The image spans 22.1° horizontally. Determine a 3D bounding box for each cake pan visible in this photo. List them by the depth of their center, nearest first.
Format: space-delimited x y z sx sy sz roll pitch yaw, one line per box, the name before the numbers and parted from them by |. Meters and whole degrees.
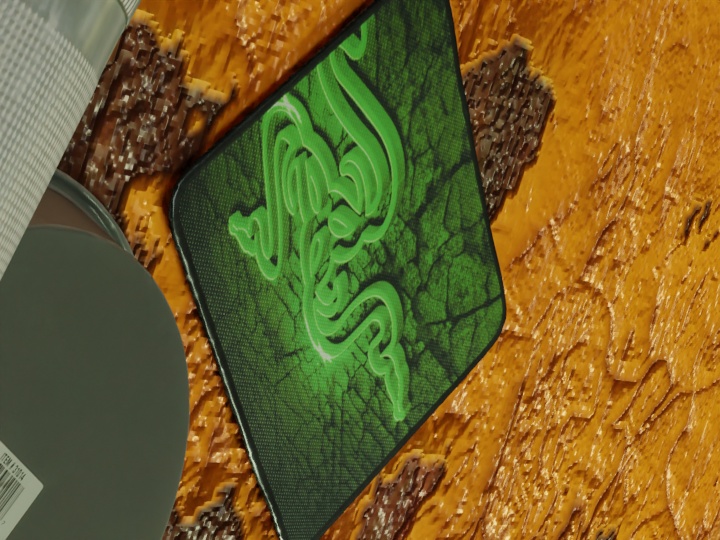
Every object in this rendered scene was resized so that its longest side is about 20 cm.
cake pan | -0.124 0.064 0.562 0.200 0.037 0.202 -28 128 -44

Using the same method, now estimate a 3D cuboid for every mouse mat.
mouse mat | 0.000 0.000 0.725 0.161 0.007 0.201 -45 138 -31

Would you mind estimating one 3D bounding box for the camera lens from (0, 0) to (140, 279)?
camera lens | -0.136 -0.054 0.378 0.160 0.159 0.201 35 78 -54
